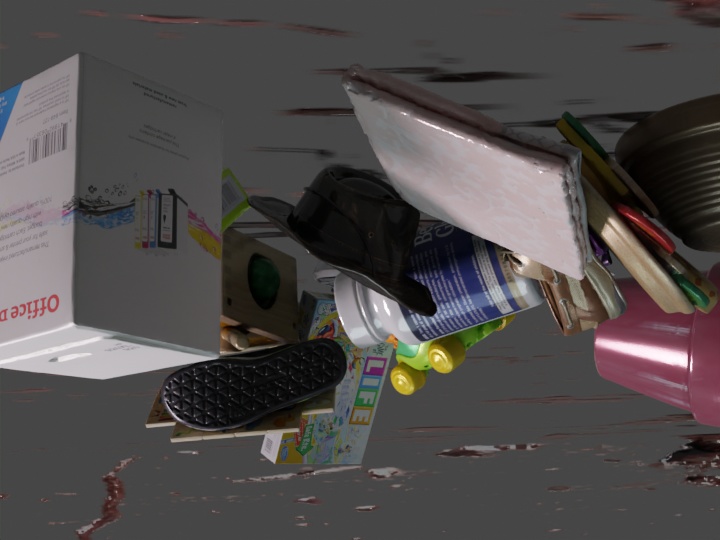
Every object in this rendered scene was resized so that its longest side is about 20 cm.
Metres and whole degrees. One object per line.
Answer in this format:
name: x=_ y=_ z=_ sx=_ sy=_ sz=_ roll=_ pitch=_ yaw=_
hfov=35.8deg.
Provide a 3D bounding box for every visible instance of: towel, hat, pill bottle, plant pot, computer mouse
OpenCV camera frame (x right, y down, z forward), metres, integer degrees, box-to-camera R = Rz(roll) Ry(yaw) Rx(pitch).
towel: x=0.088 y=-0.074 z=0.866 sx=0.190 sy=0.032 sz=0.200 roll=25 pitch=166 yaw=22
hat: x=0.001 y=-0.044 z=1.006 sx=0.199 sy=0.081 sz=0.201 roll=30 pitch=-173 yaw=-4
pill bottle: x=0.078 y=0.011 z=1.133 sx=0.198 sy=0.112 sz=0.111 roll=-20 pitch=160 yaw=17
plant pot: x=0.393 y=0.084 z=1.380 sx=0.177 sy=0.202 sz=0.200 roll=7 pitch=170 yaw=29
computer mouse: x=0.000 y=0.000 z=1.281 sx=0.108 sy=0.044 sz=0.200 roll=0 pitch=171 yaw=13
plant pot: x=0.323 y=-0.074 z=0.959 sx=0.198 sy=0.094 sz=0.201 roll=-1 pitch=163 yaw=0

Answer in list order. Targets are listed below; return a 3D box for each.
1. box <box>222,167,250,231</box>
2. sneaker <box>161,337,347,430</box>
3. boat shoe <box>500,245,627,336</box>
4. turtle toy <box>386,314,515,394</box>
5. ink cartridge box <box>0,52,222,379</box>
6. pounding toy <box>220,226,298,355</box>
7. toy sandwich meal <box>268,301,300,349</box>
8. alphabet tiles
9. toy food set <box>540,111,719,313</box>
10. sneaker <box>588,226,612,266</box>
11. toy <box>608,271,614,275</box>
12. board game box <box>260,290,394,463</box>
box: x=-0.202 y=-0.015 z=1.029 sx=0.199 sy=0.048 sz=0.122 roll=-26 pitch=-165 yaw=39
sneaker: x=-0.106 y=0.118 z=1.157 sx=0.198 sy=0.073 sz=0.083 roll=-10 pitch=178 yaw=-10
boat shoe: x=0.159 y=-0.023 z=0.978 sx=0.071 sy=0.201 sz=0.076 roll=-34 pitch=-163 yaw=5
turtle toy: x=0.103 y=0.050 z=1.284 sx=0.145 sy=0.102 sz=0.200 roll=-33 pitch=177 yaw=-42
ink cartridge box: x=-0.202 y=-0.030 z=0.847 sx=0.146 sy=0.202 sz=0.144 roll=-13 pitch=161 yaw=37
pounding toy: x=-0.160 y=0.042 z=1.218 sx=0.198 sy=0.144 sz=0.184 roll=-10 pitch=162 yaw=26
toy sandwich meal: x=-0.051 y=0.096 z=1.440 sx=0.070 sy=0.205 sz=0.205 roll=-47 pitch=150 yaw=11
alphabet tiles: x=-0.123 y=0.133 z=1.192 sx=0.197 sy=0.006 sz=0.167 roll=-6 pitch=-158 yaw=3
toy food set: x=0.220 y=-0.041 z=0.933 sx=0.049 sy=0.201 sz=0.198 roll=-41 pitch=160 yaw=10
sneaker: x=0.148 y=-0.050 z=1.028 sx=0.198 sy=0.089 sz=0.074 roll=3 pitch=164 yaw=-16
toy: x=0.213 y=0.007 z=1.313 sx=0.114 sy=0.048 sz=0.199 roll=-12 pitch=162 yaw=31
board game box: x=-0.033 y=0.130 z=1.326 sx=0.133 sy=0.202 sz=0.034 roll=7 pitch=-168 yaw=-40
